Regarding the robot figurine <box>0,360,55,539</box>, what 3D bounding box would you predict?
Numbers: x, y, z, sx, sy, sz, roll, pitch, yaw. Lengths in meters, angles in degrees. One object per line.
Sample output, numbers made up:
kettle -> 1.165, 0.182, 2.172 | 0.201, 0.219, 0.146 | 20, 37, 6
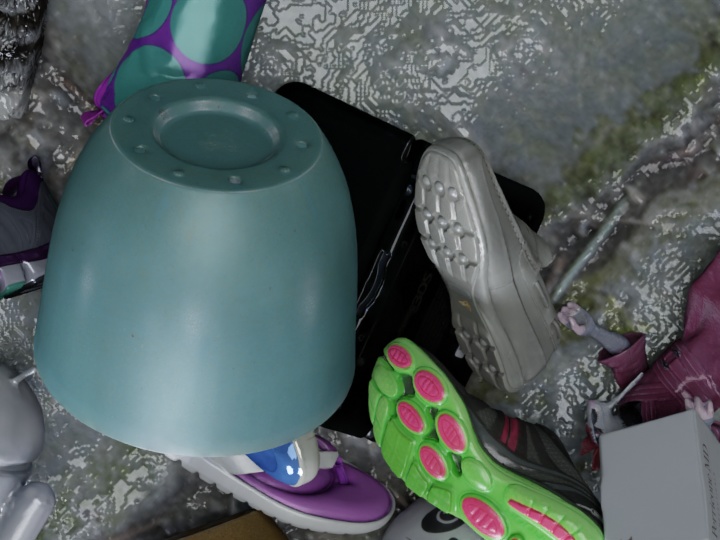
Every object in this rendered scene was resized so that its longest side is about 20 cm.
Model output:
robot figurine -> -0.279, 0.134, 1.184 | 0.169, 0.113, 0.201 | 29, 96, 14

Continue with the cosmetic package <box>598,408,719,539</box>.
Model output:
cosmetic package -> 0.230, 0.189, 1.199 | 0.071, 0.102, 0.200 | -19, 137, 24

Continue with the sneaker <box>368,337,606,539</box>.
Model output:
sneaker -> 0.083, 0.124, 1.185 | 0.200, 0.084, 0.077 | 46, 115, 9

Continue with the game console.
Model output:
game console -> 0.000, 0.000, 1.239 | 0.175, 0.116, 0.201 | 20, 98, -39

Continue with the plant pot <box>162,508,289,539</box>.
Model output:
plant pot -> -0.074, 0.266, 1.207 | 0.186, 0.186, 0.201 | -18, 86, -3

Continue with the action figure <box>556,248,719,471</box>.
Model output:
action figure -> 0.230, 0.067, 1.250 | 0.200, 0.134, 0.149 | -41, 144, 14

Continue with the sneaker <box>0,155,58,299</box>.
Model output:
sneaker -> -0.273, -0.011, 1.154 | 0.200, 0.074, 0.088 | -22, 90, -44

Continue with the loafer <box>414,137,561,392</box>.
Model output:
loafer -> 0.087, -0.010, 1.181 | 0.070, 0.070, 0.201 | -38, 134, -22

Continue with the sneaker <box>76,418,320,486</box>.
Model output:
sneaker -> -0.122, 0.082, 1.154 | 0.111, 0.077, 0.200 | -28, 60, -31

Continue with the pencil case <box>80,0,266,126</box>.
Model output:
pencil case -> -0.106, -0.176, 1.167 | 0.092, 0.085, 0.201 | 15, 97, -20

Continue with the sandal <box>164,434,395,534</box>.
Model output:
sandal -> -0.065, 0.118, 1.214 | 0.202, 0.083, 0.050 | 24, 120, -8

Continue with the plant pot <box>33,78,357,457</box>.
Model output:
plant pot -> -0.092, -0.016, 1.083 | 0.200, 0.201, 0.162 | 5, 125, -6

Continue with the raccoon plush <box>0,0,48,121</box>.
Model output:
raccoon plush -> -0.263, -0.204, 1.148 | 0.133, 0.097, 0.201 | 15, 98, 0

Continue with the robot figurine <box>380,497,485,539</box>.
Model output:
robot figurine -> 0.104, 0.226, 1.230 | 0.199, 0.150, 0.125 | 25, 109, -9
